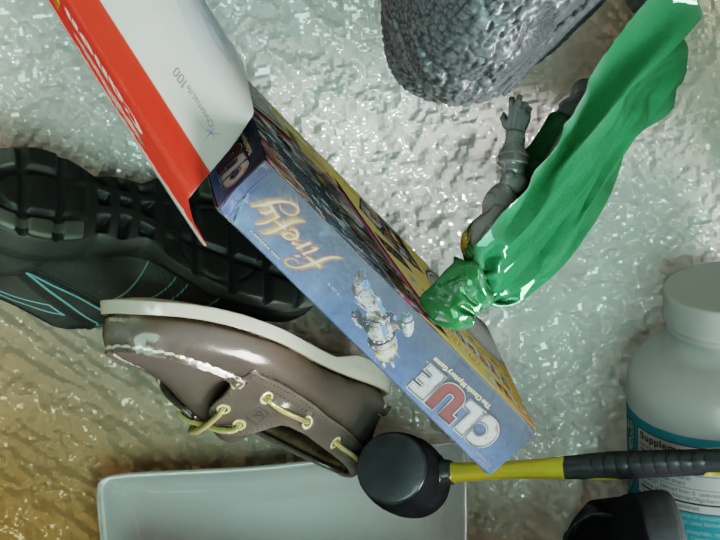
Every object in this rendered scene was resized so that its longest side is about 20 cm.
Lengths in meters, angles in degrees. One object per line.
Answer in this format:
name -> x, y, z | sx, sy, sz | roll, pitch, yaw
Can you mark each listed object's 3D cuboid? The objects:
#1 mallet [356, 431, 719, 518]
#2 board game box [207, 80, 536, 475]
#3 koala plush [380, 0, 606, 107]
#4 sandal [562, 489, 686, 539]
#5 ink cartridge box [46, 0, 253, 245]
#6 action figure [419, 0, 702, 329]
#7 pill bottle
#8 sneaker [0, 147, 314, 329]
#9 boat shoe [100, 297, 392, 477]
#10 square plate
mallet -> 0.094, 0.099, 1.366 | 0.199, 0.066, 0.041 | -5, 77, 21
board game box -> 0.000, 0.000, 1.341 | 0.035, 0.136, 0.200 | -41, 112, 9
koala plush -> 0.032, -0.192, 1.252 | 0.200, 0.184, 0.177 | 44, 142, 3
sandal -> 0.126, 0.152, 1.408 | 0.043, 0.200, 0.077 | -8, 74, -9
ink cartridge box -> -0.103, -0.118, 1.241 | 0.047, 0.200, 0.161 | -30, 113, 4
action figure -> 0.094, -0.048, 1.322 | 0.200, 0.055, 0.118 | -52, 154, -23
pill bottle -> 0.196, 0.100, 1.427 | 0.110, 0.111, 0.201 | -6, 112, -7
sneaker -> -0.117, -0.008, 1.365 | 0.199, 0.076, 0.079 | 15, 138, -21
boat shoe -> -0.058, 0.058, 1.347 | 0.200, 0.072, 0.060 | 22, 77, -51
square plate -> -0.039, 0.188, 1.467 | 0.199, 0.028, 0.199 | -5, 112, -7
